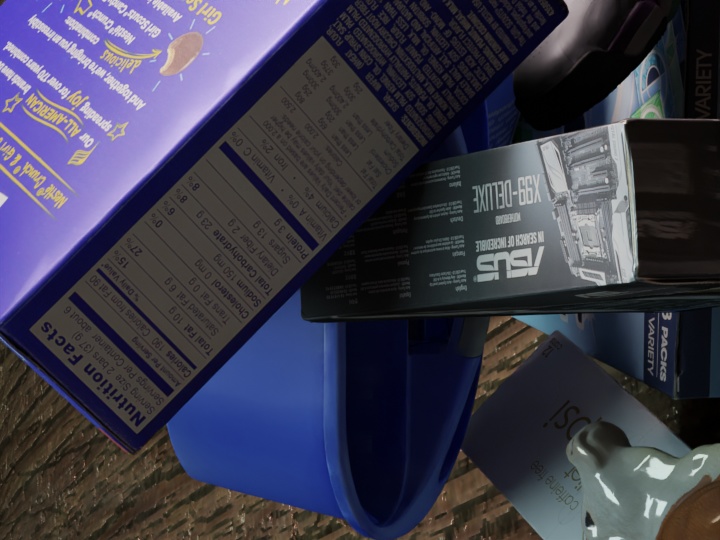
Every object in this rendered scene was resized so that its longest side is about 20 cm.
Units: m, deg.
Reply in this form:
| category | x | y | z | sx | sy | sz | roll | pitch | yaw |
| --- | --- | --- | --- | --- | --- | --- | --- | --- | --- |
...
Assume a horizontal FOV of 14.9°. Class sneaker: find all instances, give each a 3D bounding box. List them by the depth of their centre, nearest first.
| category | x | y | z | sx | sy | sz | roll | pitch | yaw |
| --- | --- | --- | --- | --- | --- | --- | --- | --- | --- |
| sneaker | 0.073 | -0.136 | 0.984 | 0.074 | 0.087 | 0.200 | -32 | 25 | 41 |

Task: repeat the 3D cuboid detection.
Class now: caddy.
| category | x | y | z | sx | sy | sz | roll | pitch | yaw |
| --- | --- | --- | --- | --- | --- | --- | --- | --- | --- |
| caddy | 0.000 | 0.000 | 1.024 | 0.141 | 0.105 | 0.201 | -34 | -52 | -61 |

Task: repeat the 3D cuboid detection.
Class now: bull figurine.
| category | x | y | z | sx | sy | sz | roll | pitch | yaw |
| --- | --- | --- | --- | --- | --- | --- | --- | --- | --- |
| bull figurine | 0.130 | 0.103 | 0.846 | 0.122 | 0.065 | 0.200 | 104 | 147 | -43 |

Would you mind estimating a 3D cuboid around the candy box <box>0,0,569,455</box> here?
| category | x | y | z | sx | sy | sz | roll | pitch | yaw |
| --- | --- | --- | --- | --- | --- | --- | --- | --- | --- |
| candy box | -0.056 | -0.058 | 0.900 | 0.077 | 0.200 | 0.169 | 48 | 175 | -33 |

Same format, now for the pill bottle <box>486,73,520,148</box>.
| category | x | y | z | sx | sy | sz | roll | pitch | yaw |
| --- | --- | --- | --- | --- | --- | --- | --- | --- | --- |
| pill bottle | 0.014 | -0.080 | 1.140 | 0.200 | 0.112 | 0.112 | 106 | 156 | -44 |

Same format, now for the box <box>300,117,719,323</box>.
| category | x | y | z | sx | sy | sz | roll | pitch | yaw |
| --- | --- | --- | --- | --- | --- | --- | --- | --- | --- |
| box | 0.094 | -0.014 | 0.884 | 0.200 | 0.157 | 0.050 | -8 | 84 | 59 |

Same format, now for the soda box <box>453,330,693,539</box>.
| category | x | y | z | sx | sy | sz | roll | pitch | yaw |
| --- | --- | --- | --- | --- | --- | --- | --- | --- | --- |
| soda box | 0.108 | 0.097 | 1.018 | 0.064 | 0.068 | 0.200 | -46 | 27 | 0 |

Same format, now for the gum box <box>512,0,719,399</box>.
| category | x | y | z | sx | sy | sz | roll | pitch | yaw |
| --- | --- | --- | --- | --- | --- | --- | --- | --- | --- |
| gum box | 0.107 | -0.051 | 1.100 | 0.200 | 0.044 | 0.170 | -152 | 61 | -72 |
